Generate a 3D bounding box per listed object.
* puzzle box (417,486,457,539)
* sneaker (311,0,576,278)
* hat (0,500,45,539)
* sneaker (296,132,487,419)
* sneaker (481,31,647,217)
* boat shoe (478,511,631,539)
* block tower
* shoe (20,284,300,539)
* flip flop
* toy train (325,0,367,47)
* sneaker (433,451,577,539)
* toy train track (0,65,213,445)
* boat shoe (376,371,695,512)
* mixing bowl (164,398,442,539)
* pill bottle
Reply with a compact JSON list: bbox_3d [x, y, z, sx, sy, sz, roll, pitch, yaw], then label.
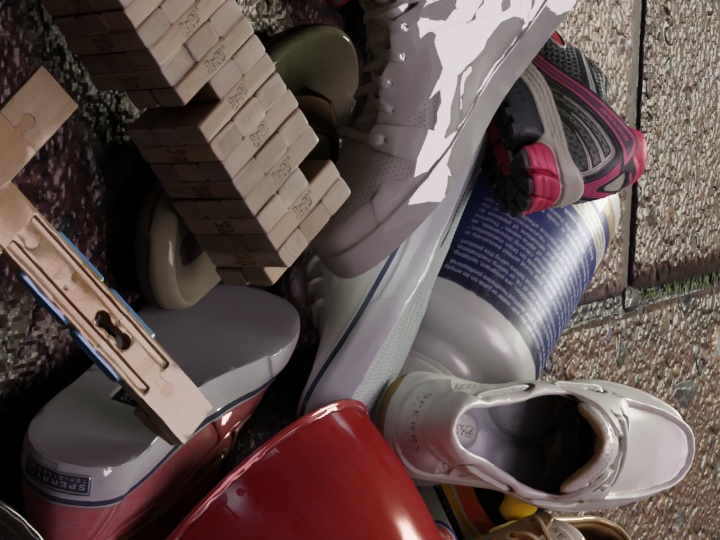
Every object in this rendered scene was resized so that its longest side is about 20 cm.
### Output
[{"bbox_3d":[0.059,0.189,1.262,0.200,0.025,0.133,44,59,-52],"label":"puzzle box"},{"bbox_3d":[0.012,-0.105,0.987,0.116,0.074,0.200,38,80,-31],"label":"sneaker"},{"bbox_3d":[-0.200,0.169,0.792,0.200,0.081,0.201,-22,119,-47],"label":"hat"},{"bbox_3d":[0.000,0.000,1.053,0.073,0.071,0.200,96,16,-55],"label":"sneaker"},{"bbox_3d":[0.089,-0.107,1.135,0.081,0.074,0.200,98,-21,-49],"label":"sneaker"},{"bbox_3d":[0.090,0.158,1.098,0.069,0.074,0.200,-45,163,17],"label":"boat shoe"},{"bbox_3d":[-0.078,-0.087,0.916,0.058,0.054,0.200,-51,123,-31],"label":"block tower"},{"bbox_3d":[-0.094,0.081,0.964,0.200,0.071,0.091,-43,148,-56],"label":"shoe"},{"bbox_3d":[-0.044,-0.050,1.018,0.200,0.057,0.081,-53,138,-47],"label":"flip flop"},{"bbox_3d":[-0.010,-0.159,1.069,0.046,0.034,0.200,-39,144,9],"label":"toy train"},{"bbox_3d":[0.103,0.101,1.207,0.070,0.090,0.200,65,18,-4],"label":"sneaker"},{"bbox_3d":[-0.137,-0.004,0.862,0.200,0.033,0.115,49,59,-20],"label":"toy train track"},{"bbox_3d":[0.105,0.091,1.063,0.200,0.069,0.071,6,89,-36],"label":"boat shoe"},{"bbox_3d":[-0.025,0.169,0.961,0.200,0.108,0.200,-45,162,-19],"label":"mixing bowl"},{"bbox_3d":[0.058,0.017,1.148,0.200,0.111,0.111,-58,140,-35],"label":"pill bottle"}]
